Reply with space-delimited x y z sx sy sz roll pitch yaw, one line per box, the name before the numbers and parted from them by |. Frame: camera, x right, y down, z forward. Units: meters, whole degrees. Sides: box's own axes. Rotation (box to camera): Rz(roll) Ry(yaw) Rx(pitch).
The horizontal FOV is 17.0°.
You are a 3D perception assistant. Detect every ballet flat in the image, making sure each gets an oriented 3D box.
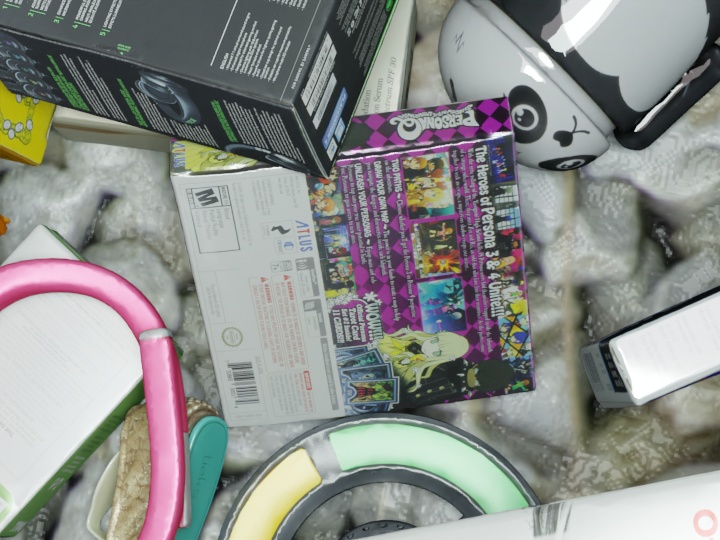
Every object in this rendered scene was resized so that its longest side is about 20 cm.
ballet flat | -0.130 0.167 1.360 0.065 0.070 0.201 13 80 31

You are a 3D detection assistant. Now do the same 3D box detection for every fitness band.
fitness band | -0.166 0.092 1.314 0.143 0.037 0.201 -5 82 3

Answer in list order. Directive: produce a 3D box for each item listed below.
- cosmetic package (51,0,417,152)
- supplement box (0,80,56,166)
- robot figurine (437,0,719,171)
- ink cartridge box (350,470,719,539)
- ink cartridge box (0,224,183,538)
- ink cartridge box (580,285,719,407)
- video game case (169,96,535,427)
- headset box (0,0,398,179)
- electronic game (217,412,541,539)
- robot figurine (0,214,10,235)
cosmetic package | -0.071 -0.117 1.377 0.199 0.071 0.106 6 83 3
supplement box | -0.266 -0.139 1.335 0.199 0.109 0.109 13 83 28
robot figurine | 0.134 -0.147 1.339 0.150 0.125 0.200 45 94 4
ink cartridge box | 0.107 0.189 1.197 0.199 0.084 0.147 -11 78 11
ink cartridge box | -0.206 0.083 1.366 0.104 0.059 0.200 42 87 7
ink cartridge box | 0.220 0.019 1.285 0.199 0.198 0.044 -21 86 -1
video game case | 0.000 0.000 1.309 0.180 0.201 0.036 -7 45 3
headset box | -0.086 -0.162 1.232 0.199 0.093 0.175 15 72 16
electronic game | 0.015 0.180 1.351 0.199 0.042 0.201 0 85 2
robot figurine | -0.292 -0.060 1.291 0.199 0.145 0.058 19 72 9
